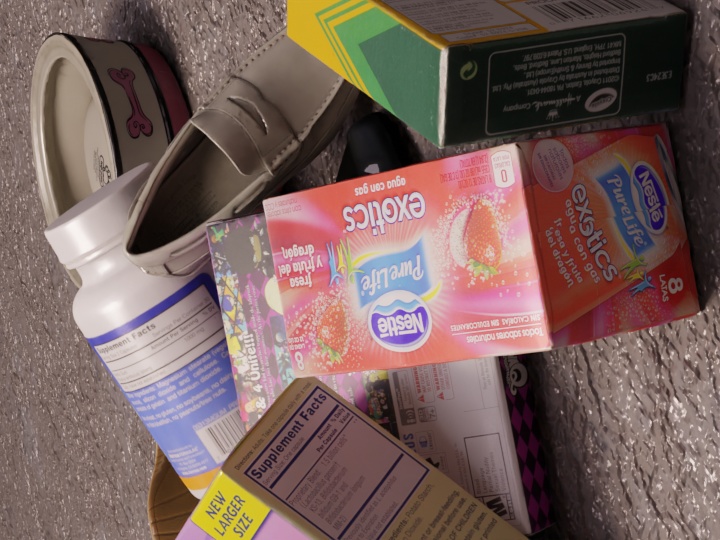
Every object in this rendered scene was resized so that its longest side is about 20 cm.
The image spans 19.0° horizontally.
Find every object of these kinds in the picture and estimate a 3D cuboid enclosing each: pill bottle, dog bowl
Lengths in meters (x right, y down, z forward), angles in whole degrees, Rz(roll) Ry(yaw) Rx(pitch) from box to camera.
[{"bbox_3d":[-0.113,0.036,1.368,0.200,0.112,0.112,57,158,-10],"label":"pill bottle"},{"bbox_3d":[-0.184,-0.083,1.619,0.200,0.074,0.201,35,130,57],"label":"dog bowl"}]

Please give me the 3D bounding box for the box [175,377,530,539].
[{"bbox_3d":[-0.007,0.189,1.150,0.200,0.097,0.176,37,131,5],"label":"box"}]

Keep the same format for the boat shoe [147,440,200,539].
[{"bbox_3d":[-0.109,0.136,1.469,0.065,0.072,0.201,69,-172,-61],"label":"boat shoe"}]

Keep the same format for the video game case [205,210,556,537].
[{"bbox_3d":[0.008,0.055,1.193,0.181,0.036,0.201,-12,89,35],"label":"video game case"}]

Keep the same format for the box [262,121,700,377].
[{"bbox_3d":[0.054,-0.007,1.040,0.200,0.102,0.095,-10,91,52],"label":"box"}]

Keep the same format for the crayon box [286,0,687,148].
[{"bbox_3d":[0.048,-0.122,1.025,0.200,0.125,0.052,-137,42,-54],"label":"crayon box"}]

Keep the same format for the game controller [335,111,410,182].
[{"bbox_3d":[0.000,0.000,1.300,0.200,0.042,0.105,109,157,-47],"label":"game controller"}]

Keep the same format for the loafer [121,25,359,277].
[{"bbox_3d":[-0.067,-0.076,1.261,0.070,0.070,0.200,40,100,12],"label":"loafer"}]

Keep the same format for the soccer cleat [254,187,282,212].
[{"bbox_3d":[-0.090,-0.029,1.444,0.078,0.069,0.201,-133,37,-55],"label":"soccer cleat"}]
